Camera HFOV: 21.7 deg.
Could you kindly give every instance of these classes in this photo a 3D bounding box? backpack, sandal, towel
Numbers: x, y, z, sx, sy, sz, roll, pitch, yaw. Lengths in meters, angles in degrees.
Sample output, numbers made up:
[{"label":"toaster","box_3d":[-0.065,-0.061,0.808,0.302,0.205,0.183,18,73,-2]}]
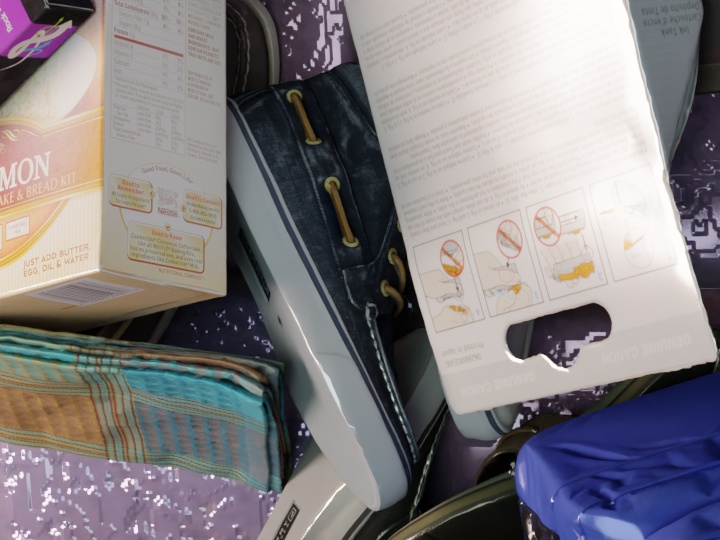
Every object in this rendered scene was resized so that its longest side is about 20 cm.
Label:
[{"label":"backpack","box_3d":[0.160,0.160,0.757,0.161,0.168,0.202,-15,105,-3]},{"label":"sandal","box_3d":[0.096,0.095,0.848,0.200,0.057,0.080,-35,116,4]},{"label":"towel","box_3d":[-0.131,0.061,0.864,0.198,0.147,0.022,8,66,4]}]

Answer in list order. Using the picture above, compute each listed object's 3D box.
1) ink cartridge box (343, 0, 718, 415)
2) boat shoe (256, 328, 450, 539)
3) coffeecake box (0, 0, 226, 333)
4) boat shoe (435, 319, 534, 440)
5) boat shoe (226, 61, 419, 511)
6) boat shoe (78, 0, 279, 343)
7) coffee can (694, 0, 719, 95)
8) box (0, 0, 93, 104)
[{"label":"ink cartridge box","box_3d":[0.073,-0.055,0.735,0.162,0.050,0.202,-18,87,53]},{"label":"boat shoe","box_3d":[-0.002,0.122,0.885,0.063,0.071,0.201,28,99,-20]},{"label":"coffeecake box","box_3d":[-0.135,-0.079,0.837,0.153,0.073,0.202,-14,71,43]},{"label":"boat shoe","box_3d":[0.075,-0.027,0.834,0.085,0.075,0.204,-4,87,17]},{"label":"boat shoe","box_3d":[0.000,0.000,0.832,0.090,0.071,0.201,-21,75,-16]},{"label":"boat shoe","box_3d":[-0.100,-0.040,0.894,0.072,0.059,0.201,31,106,14]},{"label":"coffee can","box_3d":[0.165,-0.175,0.737,0.145,0.146,0.202,-4,96,20]},{"label":"box","box_3d":[-0.216,-0.111,0.821,0.200,0.036,0.144,-37,72,28]}]
